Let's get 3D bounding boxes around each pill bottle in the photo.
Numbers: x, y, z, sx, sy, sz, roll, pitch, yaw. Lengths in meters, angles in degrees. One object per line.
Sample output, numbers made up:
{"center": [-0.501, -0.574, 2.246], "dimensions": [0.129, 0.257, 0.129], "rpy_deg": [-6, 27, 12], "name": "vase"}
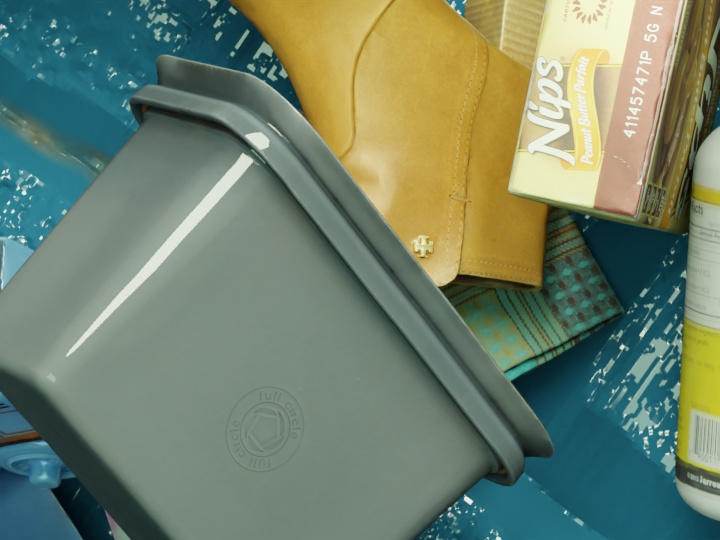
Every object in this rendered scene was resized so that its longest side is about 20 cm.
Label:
{"center": [0.188, 0.000, 1.143], "dimensions": [0.111, 0.112, 0.202], "rpy_deg": [4, 98, 10], "name": "pill bottle"}

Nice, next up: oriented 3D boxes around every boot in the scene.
{"center": [-0.005, -0.067, 1.144], "dimensions": [0.200, 0.071, 0.145], "rpy_deg": [12, 79, -21], "name": "boot"}

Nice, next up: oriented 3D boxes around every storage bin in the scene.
{"center": [-0.051, 0.038, 1.069], "dimensions": [0.134, 0.145, 0.200], "rpy_deg": [-45, 118, -15], "name": "storage bin"}

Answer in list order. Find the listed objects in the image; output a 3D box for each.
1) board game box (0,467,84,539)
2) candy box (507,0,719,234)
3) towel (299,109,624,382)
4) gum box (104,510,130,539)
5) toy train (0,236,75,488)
{"center": [-0.175, 0.168, 1.251], "dimensions": [0.158, 0.039, 0.201], "rpy_deg": [-38, 78, 8], "name": "board game box"}
{"center": [0.109, -0.077, 1.123], "dimensions": [0.055, 0.200, 0.116], "rpy_deg": [13, 92, 12], "name": "candy box"}
{"center": [0.000, 0.000, 1.184], "dimensions": [0.199, 0.022, 0.147], "rpy_deg": [-27, 86, -23], "name": "towel"}
{"center": [-0.037, 0.125, 1.215], "dimensions": [0.113, 0.066, 0.201], "rpy_deg": [-20, 86, 8], "name": "gum box"}
{"center": [-0.191, 0.046, 1.176], "dimensions": [0.199, 0.114, 0.087], "rpy_deg": [-11, 66, 27], "name": "toy train"}
